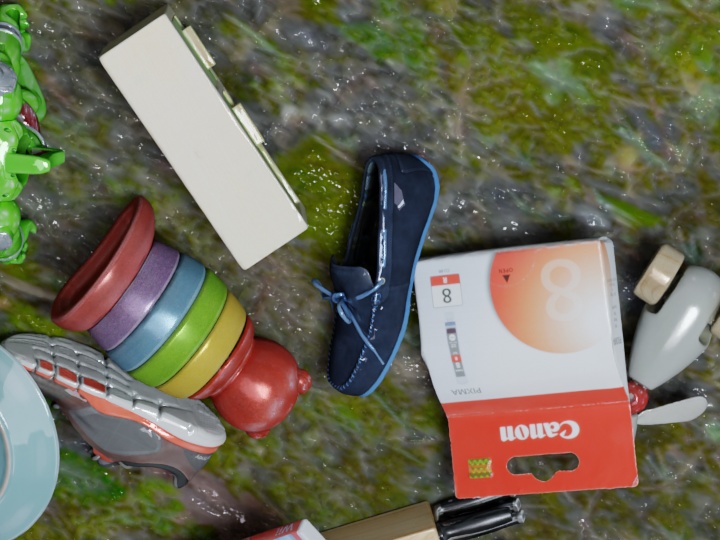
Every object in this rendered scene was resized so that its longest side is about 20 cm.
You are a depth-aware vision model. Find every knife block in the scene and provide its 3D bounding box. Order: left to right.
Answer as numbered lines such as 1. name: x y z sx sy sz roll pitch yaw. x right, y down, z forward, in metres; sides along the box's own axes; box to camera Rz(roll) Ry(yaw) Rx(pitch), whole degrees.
1. knife block: 0.037 0.232 1.551 0.199 0.064 0.176 28 100 -10

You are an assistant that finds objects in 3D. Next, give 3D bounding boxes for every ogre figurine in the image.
1. ogre figurine: -0.276 -0.096 1.417 0.098 0.120 0.201 21 101 -9

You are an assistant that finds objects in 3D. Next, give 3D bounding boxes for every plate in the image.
1. plate: -0.338 0.138 1.486 0.199 0.026 0.201 6 109 16

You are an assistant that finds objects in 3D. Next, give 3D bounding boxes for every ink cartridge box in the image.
1. ink cartridge box: 0.130 0.081 1.475 0.161 0.050 0.201 -7 87 22

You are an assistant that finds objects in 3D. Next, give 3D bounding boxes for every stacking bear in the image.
1. stacking bear: -0.134 0.054 1.475 0.200 0.114 0.122 38 99 -16

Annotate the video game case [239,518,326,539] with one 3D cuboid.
1. video game case: -0.078 0.279 1.514 0.199 0.017 0.143 -23 118 35

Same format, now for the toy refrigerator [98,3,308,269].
1. toy refrigerator: -0.119 -0.107 1.448 0.070 0.076 0.200 -33 103 5

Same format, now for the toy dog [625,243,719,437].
1. toy dog: 0.243 0.065 1.515 0.200 0.096 0.132 -39 86 18

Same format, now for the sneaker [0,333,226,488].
1. sneaker: -0.213 0.122 1.502 0.199 0.077 0.082 27 109 -9

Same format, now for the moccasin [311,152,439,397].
1. moccasin: 0.000 0.000 1.482 0.068 0.080 0.201 11 92 -38
